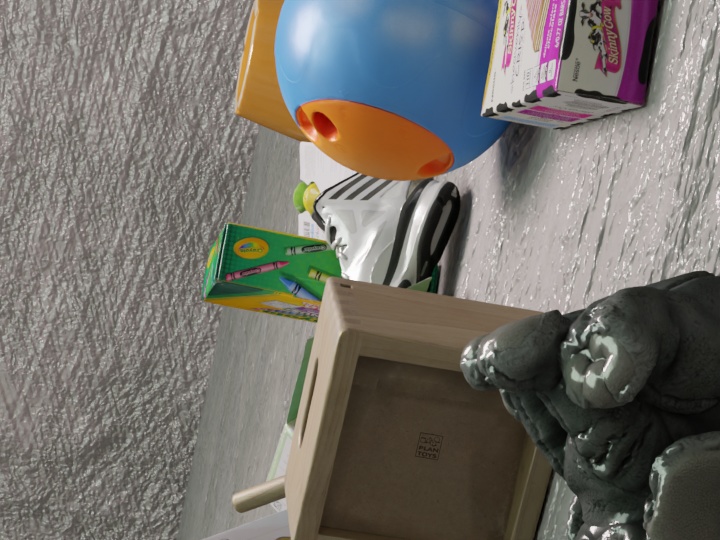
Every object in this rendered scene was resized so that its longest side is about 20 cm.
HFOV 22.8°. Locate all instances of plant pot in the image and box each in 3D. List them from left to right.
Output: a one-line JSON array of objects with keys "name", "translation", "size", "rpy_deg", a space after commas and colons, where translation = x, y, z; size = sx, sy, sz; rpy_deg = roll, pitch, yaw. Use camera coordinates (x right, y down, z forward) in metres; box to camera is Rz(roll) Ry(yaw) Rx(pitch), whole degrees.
[{"name": "plant pot", "translation": [-0.033, -0.209, 1.885], "size": [0.200, 0.182, 0.201], "rpy_deg": [-170, 90, -81]}]

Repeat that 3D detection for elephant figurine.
[{"name": "elephant figurine", "translation": [0.127, 0.111, 0.779], "size": [0.141, 0.155, 0.201], "rpy_deg": [-3, -105, -65]}]

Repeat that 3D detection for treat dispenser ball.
[{"name": "treat dispenser ball", "translation": [0.033, -0.169, 1.380], "size": [0.201, 0.200, 0.202], "rpy_deg": [-170, 90, -81]}]

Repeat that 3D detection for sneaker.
[{"name": "sneaker", "translation": [0.000, 0.000, 1.562], "size": [0.201, 0.115, 0.076], "rpy_deg": [-66, -26, -2]}]

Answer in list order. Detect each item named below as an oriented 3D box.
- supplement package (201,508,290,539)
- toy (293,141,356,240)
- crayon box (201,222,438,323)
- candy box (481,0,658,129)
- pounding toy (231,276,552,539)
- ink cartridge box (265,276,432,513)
[{"name": "supplement package", "translation": [-0.055, 0.305, 1.301], "size": [0.200, 0.151, 0.151], "rpy_deg": [39, 127, 35]}, {"name": "toy", "translation": [0.007, -0.066, 1.799], "size": [0.200, 0.047, 0.116], "rpy_deg": [11, 102, 50]}, {"name": "crayon box", "translation": [-0.039, 0.011, 1.639], "size": [0.119, 0.199, 0.059], "rpy_deg": [139, 141, -76]}, {"name": "candy box", "translation": [0.138, -0.170, 1.175], "size": [0.200, 0.061, 0.137], "rpy_deg": [177, 102, -81]}, {"name": "pounding toy", "translation": [0.022, 0.115, 1.201], "size": [0.142, 0.183, 0.201], "rpy_deg": [-105, 26, -70]}, {"name": "ink cartridge box", "translation": [0.000, 0.112, 1.496], "size": [0.048, 0.145, 0.201], "rpy_deg": [45, 140, 24]}]
